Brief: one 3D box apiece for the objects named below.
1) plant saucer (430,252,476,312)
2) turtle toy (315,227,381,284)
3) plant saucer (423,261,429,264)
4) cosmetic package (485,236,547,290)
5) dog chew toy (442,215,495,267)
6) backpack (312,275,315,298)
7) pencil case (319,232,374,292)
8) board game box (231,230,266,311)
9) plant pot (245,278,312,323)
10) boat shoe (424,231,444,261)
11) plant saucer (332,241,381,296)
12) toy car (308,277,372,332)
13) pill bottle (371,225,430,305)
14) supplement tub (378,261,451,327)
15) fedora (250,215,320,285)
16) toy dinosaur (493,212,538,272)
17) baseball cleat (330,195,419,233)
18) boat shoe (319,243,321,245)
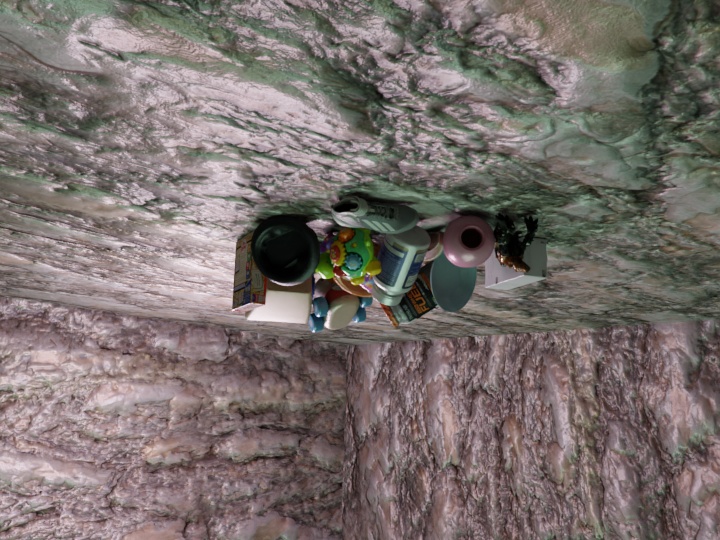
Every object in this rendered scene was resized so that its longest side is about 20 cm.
[{"bbox_3d":[0.246,0.014,1.722,0.201,0.202,0.039,14,175,-43],"label":"plant saucer"},{"bbox_3d":[-0.039,-0.036,1.563,0.101,0.146,0.200,-4,162,-37],"label":"turtle toy"},{"bbox_3d":[0.260,-0.038,1.840,0.200,0.036,0.200,1,168,0],"label":"plant saucer"},{"bbox_3d":[0.431,-0.016,1.748,0.081,0.113,0.200,5,165,-18],"label":"cosmetic package"},{"bbox_3d":[0.260,-0.064,1.547,0.124,0.125,0.200,1,173,1],"label":"dog chew toy"},{"bbox_3d":[-0.224,0.074,2.103,0.162,0.168,0.200,-3,165,-10],"label":"backpack"},{"bbox_3d":[-0.030,-0.018,1.681,0.200,0.089,0.088,31,162,-6],"label":"pencil case"},{"bbox_3d":[-0.304,0.004,1.719,0.046,0.201,0.151,8,166,-29],"label":"board game box"},{"bbox_3d":[-0.235,0.033,1.897,0.199,0.200,0.177,5,156,-17],"label":"plant pot"},{"bbox_3d":[0.150,-0.062,1.665,0.072,0.076,0.200,12,161,-28],"label":"boat shoe"},{"bbox_3d":[0.000,0.000,1.762,0.200,0.037,0.201,10,130,12],"label":"plant saucer"},{"bbox_3d":[-0.090,0.070,2.011,0.184,0.200,0.177,-11,147,-23],"label":"toy car"},{"bbox_3d":[0.094,-0.014,1.576,0.111,0.111,0.200,6,124,-20],"label":"pill bottle"},{"bbox_3d":[0.159,0.073,1.812,0.200,0.123,0.123,-33,163,3],"label":"supplement tub"},{"bbox_3d":[-0.178,-0.059,1.601,0.200,0.201,0.092,-5,-165,27],"label":"fedora"},{"bbox_3d":[0.366,-0.059,1.492,0.102,0.136,0.200,-8,-144,-29],"label":"toy dinosaur"},{"bbox_3d":[0.032,-0.125,1.405,0.199,0.070,0.106,0,167,5],"label":"baseball cleat"},{"bbox_3d":[-0.165,-0.053,1.792,0.202,0.075,0.075,0,-156,-27],"label":"boat shoe"}]
